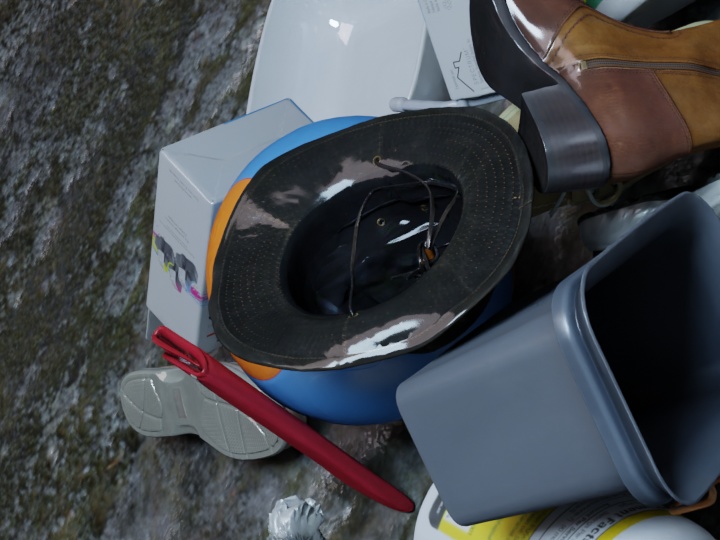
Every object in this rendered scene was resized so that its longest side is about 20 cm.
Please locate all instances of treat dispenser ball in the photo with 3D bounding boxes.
[{"bbox_3d":[0.000,0.000,1.136,0.201,0.201,0.201,-28,49,38],"label":"treat dispenser ball"}]

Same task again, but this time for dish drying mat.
[{"bbox_3d":[-0.050,0.101,1.135,0.018,0.200,0.077,-56,36,-8],"label":"dish drying mat"}]

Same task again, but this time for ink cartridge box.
[{"bbox_3d":[-0.089,-0.015,1.278,0.068,0.115,0.200,45,144,29],"label":"ink cartridge box"}]

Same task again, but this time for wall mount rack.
[{"bbox_3d":[0.059,-0.164,1.103,0.174,0.200,0.075,-10,17,32],"label":"wall mount rack"}]

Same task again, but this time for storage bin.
[{"bbox_3d":[0.122,0.063,0.921,0.134,0.200,0.146,-23,94,34],"label":"storage bin"}]

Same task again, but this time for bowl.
[{"bbox_3d":[0.006,-0.160,1.333,0.200,0.075,0.200,-16,58,44],"label":"bowl"}]

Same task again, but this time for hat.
[{"bbox_3d":[0.016,-0.002,0.991,0.201,0.081,0.201,-17,48,19],"label":"hat"}]

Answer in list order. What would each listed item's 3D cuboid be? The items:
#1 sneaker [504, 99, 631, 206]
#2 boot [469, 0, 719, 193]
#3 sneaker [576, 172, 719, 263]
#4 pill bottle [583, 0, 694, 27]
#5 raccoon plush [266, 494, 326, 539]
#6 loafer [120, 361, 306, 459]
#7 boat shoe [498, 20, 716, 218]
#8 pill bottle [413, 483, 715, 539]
[{"bbox_3d":[0.142,-0.126,1.151,0.088,0.075,0.200,-45,38,20],"label":"sneaker"},{"bbox_3d":[0.172,-0.137,0.993,0.068,0.200,0.188,91,163,-50],"label":"boot"},{"bbox_3d":[0.217,-0.019,1.004,0.200,0.074,0.079,-19,84,47],"label":"sneaker"},{"bbox_3d":[0.154,-0.260,1.112,0.113,0.113,0.200,-34,81,33],"label":"pill bottle"},{"bbox_3d":[-0.055,0.249,1.125,0.134,0.097,0.200,-13,72,48],"label":"raccoon plush"},{"bbox_3d":[-0.102,0.096,1.319,0.200,0.063,0.072,2,105,48],"label":"loafer"},{"bbox_3d":[0.154,-0.087,1.034,0.200,0.073,0.063,-32,25,-8],"label":"boat shoe"},{"bbox_3d":[0.128,0.173,0.951,0.200,0.114,0.114,24,88,53],"label":"pill bottle"}]
